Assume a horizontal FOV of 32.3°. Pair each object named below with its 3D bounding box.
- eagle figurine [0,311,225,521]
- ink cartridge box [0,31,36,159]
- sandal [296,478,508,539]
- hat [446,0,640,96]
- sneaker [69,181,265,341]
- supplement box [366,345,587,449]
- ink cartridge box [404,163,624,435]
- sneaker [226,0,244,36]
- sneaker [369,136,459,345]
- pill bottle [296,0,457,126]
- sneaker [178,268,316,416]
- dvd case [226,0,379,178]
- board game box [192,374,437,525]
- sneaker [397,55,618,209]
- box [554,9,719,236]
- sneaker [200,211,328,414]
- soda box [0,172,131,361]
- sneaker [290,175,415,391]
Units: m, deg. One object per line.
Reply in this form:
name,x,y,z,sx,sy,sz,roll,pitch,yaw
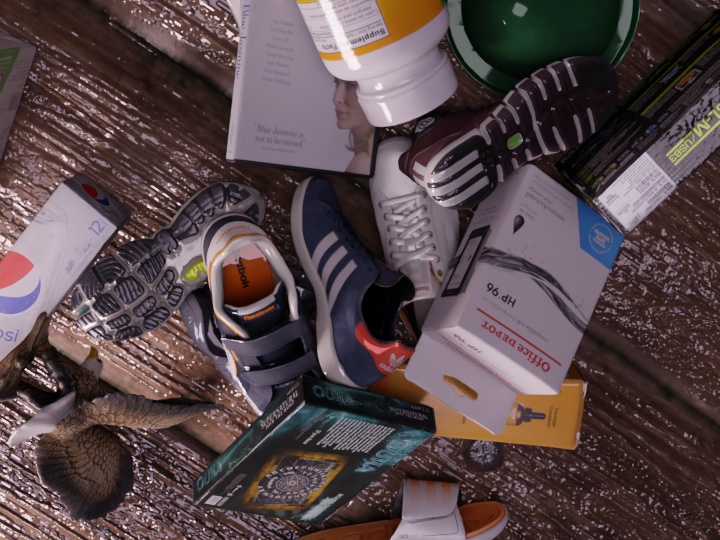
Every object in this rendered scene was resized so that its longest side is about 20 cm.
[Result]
eagle figurine,-0.231,0.127,1.092,0.200,0.151,0.152,43,57,-26
ink cartridge box,-0.351,-0.106,1.062,0.067,0.117,0.202,20,101,-3
sandal,0.035,0.227,1.148,0.205,0.079,0.060,-9,101,-2
hat,0.144,-0.213,1.004,0.198,0.176,0.167,0,103,0
sneaker,-0.164,-0.004,1.102,0.199,0.080,0.078,-33,90,3
supplement box,0.101,0.113,1.135,0.198,0.069,0.067,7,103,1
ink cartridge box,0.132,0.028,1.060,0.116,0.068,0.201,32,72,-19
sneaker,-0.068,-0.204,1.065,0.080,0.070,0.202,-17,103,-4
sneaker,0.055,-0.018,1.094,0.072,0.085,0.202,-15,101,12
pill bottle,0.006,-0.222,0.990,0.110,0.111,0.201,-23,114,5
sneaker,-0.062,0.070,1.121,0.114,0.076,0.200,-41,99,8
dvd case,-0.037,-0.184,1.047,0.142,0.017,0.202,4,96,-33
board game box,-0.043,0.163,1.089,0.134,0.028,0.200,16,138,-30
sneaker,0.114,-0.131,1.056,0.199,0.115,0.076,-30,119,-18
box,0.256,-0.127,1.016,0.048,0.193,0.200,44,98,-7
sneaker,-0.080,0.052,1.040,0.078,0.079,0.201,-25,106,-8
soda box,-0.294,0.010,1.113,0.063,0.068,0.200,39,100,-8
sneaker,0.000,0.000,1.066,0.084,0.075,0.202,-26,66,26
